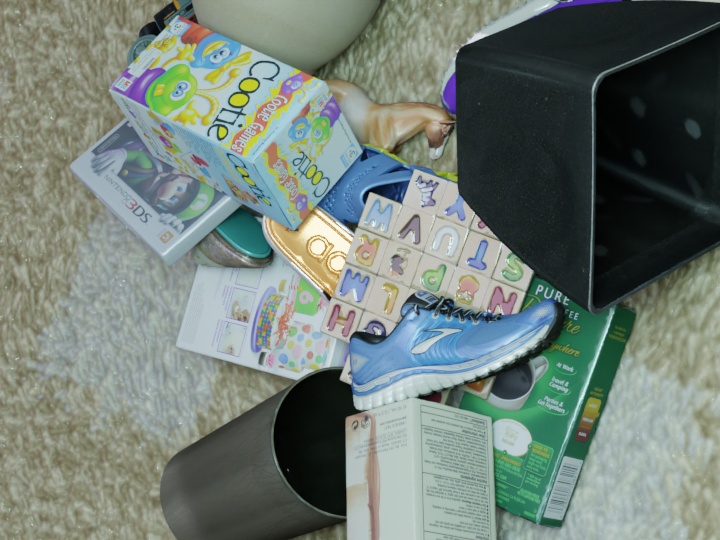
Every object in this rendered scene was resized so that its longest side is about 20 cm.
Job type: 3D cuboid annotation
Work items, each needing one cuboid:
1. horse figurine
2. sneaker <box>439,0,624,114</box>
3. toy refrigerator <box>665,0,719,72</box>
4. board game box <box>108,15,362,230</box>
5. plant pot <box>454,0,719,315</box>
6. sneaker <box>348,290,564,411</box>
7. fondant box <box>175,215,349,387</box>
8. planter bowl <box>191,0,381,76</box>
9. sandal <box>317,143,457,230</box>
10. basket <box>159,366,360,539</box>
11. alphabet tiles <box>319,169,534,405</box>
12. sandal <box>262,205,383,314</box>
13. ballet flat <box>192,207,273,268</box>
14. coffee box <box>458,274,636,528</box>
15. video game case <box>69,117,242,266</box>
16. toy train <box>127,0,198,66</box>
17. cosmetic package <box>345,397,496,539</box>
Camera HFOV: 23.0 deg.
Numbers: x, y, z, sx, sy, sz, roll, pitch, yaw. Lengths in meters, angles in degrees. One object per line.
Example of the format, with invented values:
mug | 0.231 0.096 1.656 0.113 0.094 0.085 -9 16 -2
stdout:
horse figurine | -0.010 -0.131 1.710 0.200 0.050 0.133 35 107 35
sneaker | 0.167 -0.184 1.555 0.200 0.070 0.100 -35 67 7
toy refrigerator | 0.267 -0.254 1.512 0.070 0.076 0.200 -40 56 23
board game box | -0.115 -0.138 1.623 0.200 0.105 0.103 29 70 36
plant pot | 0.185 -0.112 1.418 0.177 0.199 0.200 25 129 42
sneaker | 0.075 0.055 1.494 0.200 0.079 0.089 -18 85 19
fondant box | -0.074 0.028 1.711 0.200 0.058 0.144 12 85 40
planter bowl | -0.082 -0.262 1.718 0.200 0.200 0.135 36 113 38
sandal | 0.018 -0.072 1.618 0.200 0.087 0.080 9 98 25
basket | -0.079 0.185 1.619 0.200 0.180 0.136 -28 83 41
alphabet tiles | 0.058 0.021 1.546 0.166 0.006 0.200 22 97 19
sandal | -0.005 0.006 1.601 0.207 0.059 0.079 36 87 2
ballet flat | -0.147 -0.045 1.720 0.200 0.068 0.067 52 128 41
coffee box | 0.150 0.108 1.524 0.123 0.044 0.200 18 90 41
video game case | -0.160 -0.118 1.711 0.200 0.023 0.182 -41 51 -10
toy train | -0.163 -0.197 1.829 0.114 0.085 0.200 -36 58 14
cosmetic package | 0.051 0.217 1.475 0.087 0.103 0.200 -21 60 42
